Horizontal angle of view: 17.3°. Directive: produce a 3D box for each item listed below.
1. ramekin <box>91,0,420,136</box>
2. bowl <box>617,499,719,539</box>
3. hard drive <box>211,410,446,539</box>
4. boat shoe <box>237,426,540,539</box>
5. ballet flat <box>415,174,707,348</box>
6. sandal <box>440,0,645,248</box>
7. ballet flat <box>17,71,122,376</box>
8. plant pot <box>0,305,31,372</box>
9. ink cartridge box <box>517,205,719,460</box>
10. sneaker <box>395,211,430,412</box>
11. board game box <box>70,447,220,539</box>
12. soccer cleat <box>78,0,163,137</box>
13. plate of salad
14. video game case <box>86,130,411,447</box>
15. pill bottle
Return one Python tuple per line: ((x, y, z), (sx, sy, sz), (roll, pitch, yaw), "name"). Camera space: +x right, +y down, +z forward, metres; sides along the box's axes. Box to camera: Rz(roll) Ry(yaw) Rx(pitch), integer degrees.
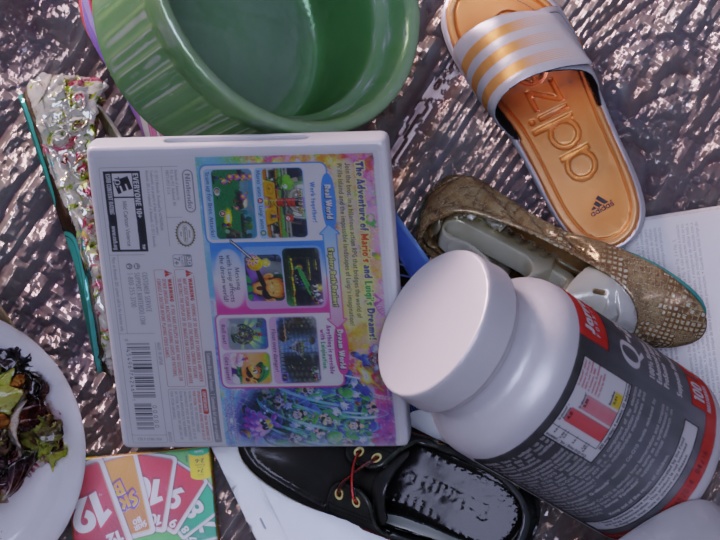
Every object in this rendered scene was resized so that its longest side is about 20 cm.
((-0.070, -0.165, 1.470), (0.199, 0.098, 0.201), (13, 66, -32), "ramekin")
((0.183, 0.256, 1.438), (0.199, 0.075, 0.200), (-37, 129, -1), "bowl")
((0.018, 0.120, 1.519), (0.199, 0.026, 0.132), (-28, 82, 3), "hard drive")
((0.016, 0.128, 1.475), (0.200, 0.063, 0.074), (19, 88, 9), "boat shoe")
((0.120, 0.007, 1.486), (0.199, 0.065, 0.071), (25, 132, 20), "ballet flat")
((0.122, -0.110, 1.509), (0.079, 0.059, 0.207), (-30, 73, 1), "sandal")
((-0.166, -0.035, 1.518), (0.064, 0.076, 0.201), (-16, 89, -8), "ballet flat")
((-0.303, 0.080, 1.466), (0.199, 0.027, 0.202), (-3, 106, -12), "plant pot")
((0.170, 0.049, 1.532), (0.199, 0.050, 0.162), (-9, 87, 18), "ink cartridge box")
((0.000, 0.000, 1.498), (0.078, 0.070, 0.200), (-34, 68, -3), "sneaker")
((-0.134, 0.218, 1.526), (0.095, 0.030, 0.202), (-6, 89, 1), "board game box")
((-0.120, -0.112, 1.518), (0.066, 0.076, 0.201), (-31, 87, -1), "soccer cleat")
((-0.266, 0.120, 1.447), (0.199, 0.048, 0.202), (-3, 105, -13), "plate of salad")
((-0.065, 0.014, 1.427), (0.181, 0.024, 0.201), (-1, 113, 9), "video game case")
((0.114, 0.074, 1.414), (0.199, 0.116, 0.116), (31, 87, -32), "pill bottle")
